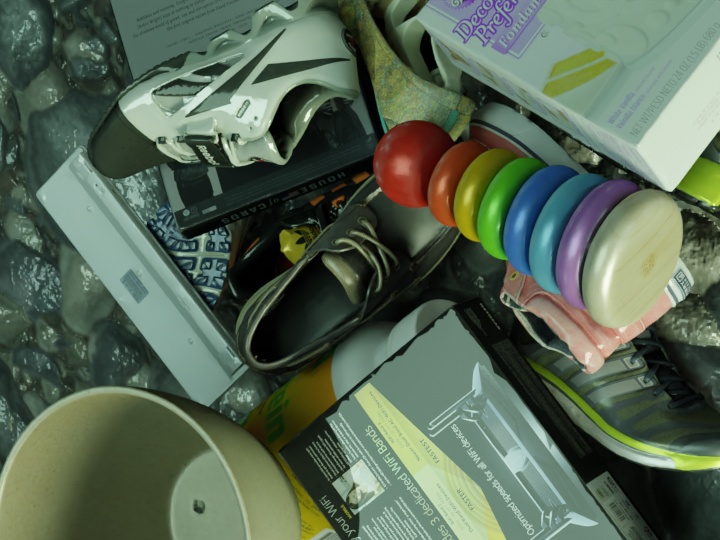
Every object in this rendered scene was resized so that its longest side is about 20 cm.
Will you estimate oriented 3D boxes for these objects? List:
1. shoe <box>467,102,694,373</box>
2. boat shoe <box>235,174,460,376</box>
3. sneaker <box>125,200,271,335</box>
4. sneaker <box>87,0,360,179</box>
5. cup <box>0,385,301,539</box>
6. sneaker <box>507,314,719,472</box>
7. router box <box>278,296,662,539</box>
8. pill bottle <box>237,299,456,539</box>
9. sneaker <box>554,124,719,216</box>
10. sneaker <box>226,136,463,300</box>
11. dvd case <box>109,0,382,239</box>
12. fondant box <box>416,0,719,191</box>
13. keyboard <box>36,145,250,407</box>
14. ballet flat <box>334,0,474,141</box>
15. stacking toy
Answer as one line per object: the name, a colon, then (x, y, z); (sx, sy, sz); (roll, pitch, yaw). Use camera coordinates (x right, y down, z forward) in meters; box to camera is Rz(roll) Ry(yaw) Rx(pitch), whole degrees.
shoe: (0.111, -0.022, 1.552); (0.091, 0.072, 0.200); (-42, 55, -6)
boat shoe: (0.000, 0.000, 1.605); (0.074, 0.073, 0.200); (43, 99, -6)
sneaker: (-0.097, -0.040, 1.749); (0.077, 0.085, 0.200); (29, 105, 20)
sneaker: (-0.089, -0.098, 1.607); (0.200, 0.074, 0.089); (-30, 68, 20)
cup: (-0.118, 0.169, 1.607); (0.200, 0.143, 0.201); (2, 93, 30)
sneaker: (0.168, 0.066, 1.558); (0.200, 0.074, 0.081); (26, 109, 31)
router box: (0.068, 0.143, 1.550); (0.157, 0.052, 0.200); (-40, 81, 22)
pill bottle: (0.004, 0.103, 1.671); (0.200, 0.111, 0.111); (-39, 73, 37)
sneaker: (0.184, -0.096, 1.516); (0.200, 0.074, 0.081); (31, 93, 35)
sneaker: (-0.007, -0.025, 1.672); (0.200, 0.090, 0.070); (-33, 77, 38)
dvd case: (-0.080, -0.138, 1.682); (0.150, 0.025, 0.201); (-21, 68, 8)
fondant box: (0.150, -0.155, 1.481); (0.200, 0.058, 0.144); (35, 85, 41)
keyboard: (-0.152, 0.006, 1.731); (0.200, 0.011, 0.056); (52, 123, 10)
ballet flat: (0.027, -0.158, 1.614); (0.071, 0.071, 0.200); (-51, 43, 33)
stacking toy: (0.092, -0.041, 1.492); (0.200, 0.085, 0.086); (27, 114, 33)
